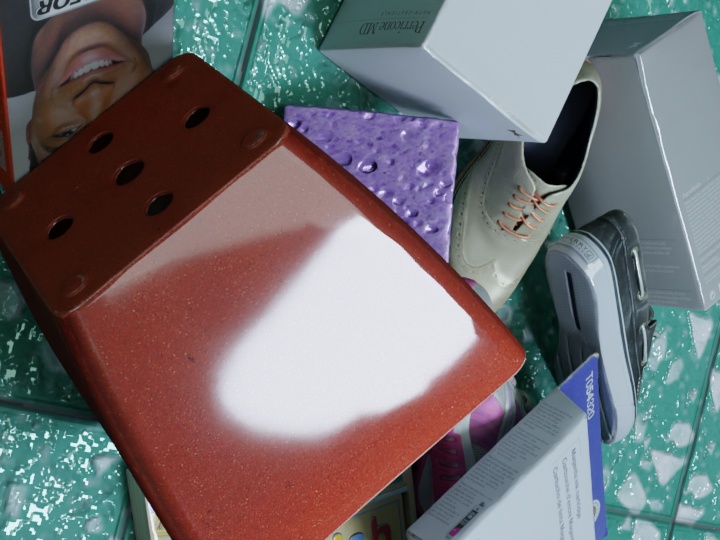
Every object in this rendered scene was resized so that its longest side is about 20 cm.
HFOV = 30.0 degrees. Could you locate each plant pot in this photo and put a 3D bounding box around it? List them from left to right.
[{"bbox_3d":[-0.072,0.009,0.688,0.200,0.200,0.177,-40,127,-7],"label":"plant pot"}]

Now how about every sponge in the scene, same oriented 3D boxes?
[{"bbox_3d":[0.000,0.000,0.848,0.111,0.030,0.201,4,96,-2],"label":"sponge"}]

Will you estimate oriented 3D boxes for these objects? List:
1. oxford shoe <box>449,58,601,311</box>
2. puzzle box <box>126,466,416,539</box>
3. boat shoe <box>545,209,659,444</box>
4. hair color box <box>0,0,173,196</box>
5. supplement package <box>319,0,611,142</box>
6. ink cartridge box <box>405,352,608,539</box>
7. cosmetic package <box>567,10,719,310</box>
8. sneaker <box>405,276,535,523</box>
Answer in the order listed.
[{"bbox_3d":[0.103,-0.051,0.894,0.070,0.074,0.201,16,107,-10],"label":"oxford shoe"},{"bbox_3d":[-0.050,0.164,0.872,0.199,0.025,0.134,-15,105,-32],"label":"puzzle box"},{"bbox_3d":[0.183,0.045,0.960,0.071,0.072,0.201,-32,137,-19],"label":"boat shoe"},{"bbox_3d":[-0.150,-0.124,0.677,0.101,0.061,0.201,-27,147,-29],"label":"hair color box"},{"bbox_3d":[0.085,-0.196,0.858,0.117,0.117,0.201,33,77,-34],"label":"supplement package"},{"bbox_3d":[0.120,0.188,0.918,0.200,0.043,0.197,-37,135,-28],"label":"ink cartridge box"},{"bbox_3d":[0.205,-0.078,0.965,0.090,0.107,0.201,-31,115,-34],"label":"cosmetic package"},{"bbox_3d":[0.076,0.097,0.923,0.088,0.081,0.201,-15,114,-34],"label":"sneaker"}]
